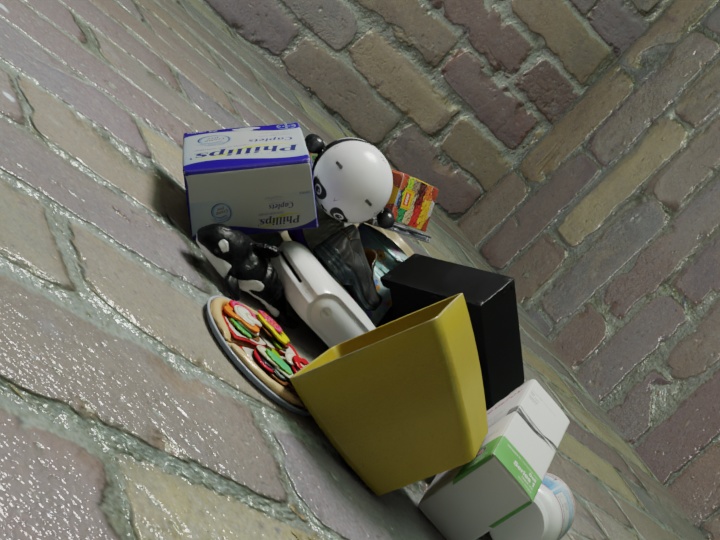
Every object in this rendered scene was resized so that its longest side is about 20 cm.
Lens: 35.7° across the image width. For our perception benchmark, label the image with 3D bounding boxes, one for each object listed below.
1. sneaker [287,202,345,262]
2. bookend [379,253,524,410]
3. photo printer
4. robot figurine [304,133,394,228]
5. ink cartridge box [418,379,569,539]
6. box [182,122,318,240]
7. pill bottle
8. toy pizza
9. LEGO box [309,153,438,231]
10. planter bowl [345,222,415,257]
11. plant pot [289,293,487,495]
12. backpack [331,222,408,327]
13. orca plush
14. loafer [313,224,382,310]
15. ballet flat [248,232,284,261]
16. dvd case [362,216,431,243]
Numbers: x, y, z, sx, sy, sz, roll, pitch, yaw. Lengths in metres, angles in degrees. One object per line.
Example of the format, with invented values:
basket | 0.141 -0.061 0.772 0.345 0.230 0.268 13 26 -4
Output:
sneaker | -0.077 -0.063 1.784 0.069 0.100 0.201 -6 46 -19
bookend | 0.146 0.099 1.749 0.197 0.092 0.202 14 -55 41
photo printer | -0.050 0.051 1.643 0.200 0.069 0.167 49 2 -39
robot figurine | -0.016 -0.135 1.682 0.148 0.127 0.200 6 8 -4
ink cartridge box | 0.180 0.251 1.476 0.084 0.146 0.200 48 34 -1
box | -0.163 -0.134 1.633 0.200 0.181 0.106 -111 -164 -65
pill bottle | 0.245 0.354 1.623 0.109 0.109 0.200 48 11 18
toy pizza | -0.113 0.100 1.403 0.200 0.032 0.200 44 11 -10
LEGO box | 0.009 -0.138 1.871 0.198 0.078 0.148 20 3 28
planter bowl | 0.023 -0.012 2.077 0.200 0.135 0.200 43 10 -9
plant pot | 0.057 0.159 1.389 0.178 0.198 0.200 67 16 -2
backpack | -0.001 0.004 1.871 0.199 0.154 0.176 31 3 -1
orca plush | -0.136 0.000 1.524 0.201 0.070 0.106 55 23 -24
loafer | 0.000 0.000 1.696 0.073 0.072 0.200 45 -3 29
ballet flat | -0.150 -0.073 1.823 0.067 0.064 0.200 40 12 -20
dvd case | 0.002 -0.090 1.860 0.199 0.016 0.148 21 4 44
